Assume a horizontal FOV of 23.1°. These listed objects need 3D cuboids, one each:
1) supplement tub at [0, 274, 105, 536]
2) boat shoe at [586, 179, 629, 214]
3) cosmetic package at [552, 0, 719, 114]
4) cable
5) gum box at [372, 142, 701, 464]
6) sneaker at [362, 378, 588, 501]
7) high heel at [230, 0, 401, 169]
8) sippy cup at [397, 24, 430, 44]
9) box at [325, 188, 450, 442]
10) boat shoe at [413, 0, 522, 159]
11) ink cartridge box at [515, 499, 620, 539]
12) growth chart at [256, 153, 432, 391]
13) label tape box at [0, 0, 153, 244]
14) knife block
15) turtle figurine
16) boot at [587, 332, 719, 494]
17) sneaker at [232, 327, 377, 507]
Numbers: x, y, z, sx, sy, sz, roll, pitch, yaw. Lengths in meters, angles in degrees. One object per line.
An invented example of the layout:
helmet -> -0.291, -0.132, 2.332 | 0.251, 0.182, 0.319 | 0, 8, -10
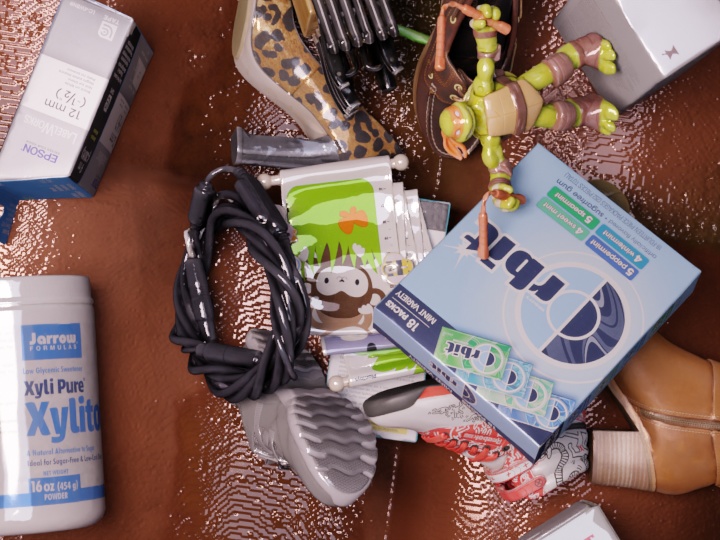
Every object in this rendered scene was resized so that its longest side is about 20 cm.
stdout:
supplement tub -> -0.274, 0.108, 1.411 | 0.132, 0.132, 0.200 | -4, 88, -2
boat shoe -> 0.145, 0.010, 1.457 | 0.201, 0.066, 0.072 | -44, 70, -7
cosmetic package -> 0.222, -0.196, 1.405 | 0.071, 0.200, 0.102 | -32, 89, -4
cable -> -0.102, 0.023, 1.395 | 0.051, 0.200, 0.163 | 7, 125, -37
gum box -> 0.138, 0.022, 1.379 | 0.170, 0.045, 0.200 | 40, 71, 16
sneaker -> 0.100, 0.137, 1.422 | 0.201, 0.067, 0.108 | -7, 90, -29
high heel -> -0.034, -0.176, 1.475 | 0.142, 0.071, 0.200 | 4, 82, -15
sippy cup -> 0.085, -0.281, 1.449 | 0.130, 0.178, 0.140 | 15, 44, -11
box -> 0.020, 0.038, 1.462 | 0.082, 0.049, 0.200 | 9, 87, -1
boat shoe -> 0.087, -0.170, 1.415 | 0.070, 0.070, 0.200 | -1, 128, -11
ink cartridge box -> 0.178, 0.307, 1.433 | 0.146, 0.083, 0.200 | -31, 88, -3
growth chart -> 0.000, 0.000, 1.421 | 0.144, 0.018, 0.200 | -17, 78, -7
label tape box -> -0.237, -0.109, 1.417 | 0.066, 0.143, 0.200 | 20, 86, 0
knife block -> -0.024, -0.230, 1.426 | 0.064, 0.200, 0.176 | -16, 127, -9
turtle figurine -> 0.122, -0.120, 1.372 | 0.161, 0.064, 0.200 | -16, 104, -25
boot -> 0.267, 0.085, 1.456 | 0.154, 0.074, 0.200 | 0, 99, 0
sneaker -> -0.048, 0.131, 1.403 | 0.075, 0.200, 0.082 | 12, 115, -29
